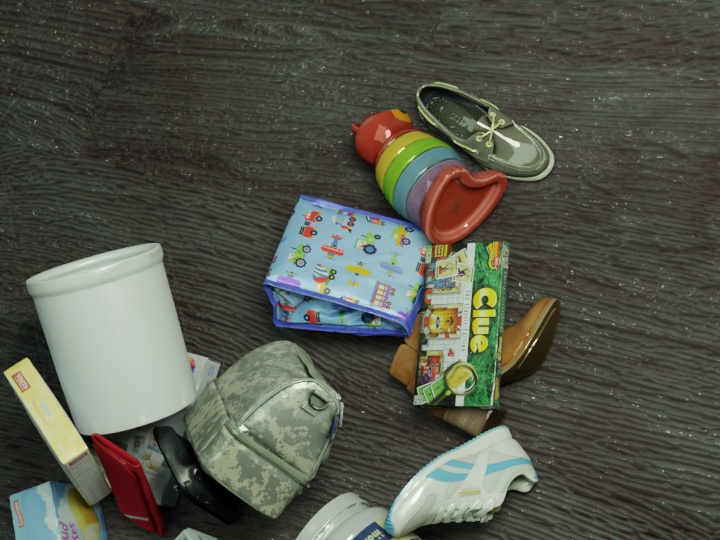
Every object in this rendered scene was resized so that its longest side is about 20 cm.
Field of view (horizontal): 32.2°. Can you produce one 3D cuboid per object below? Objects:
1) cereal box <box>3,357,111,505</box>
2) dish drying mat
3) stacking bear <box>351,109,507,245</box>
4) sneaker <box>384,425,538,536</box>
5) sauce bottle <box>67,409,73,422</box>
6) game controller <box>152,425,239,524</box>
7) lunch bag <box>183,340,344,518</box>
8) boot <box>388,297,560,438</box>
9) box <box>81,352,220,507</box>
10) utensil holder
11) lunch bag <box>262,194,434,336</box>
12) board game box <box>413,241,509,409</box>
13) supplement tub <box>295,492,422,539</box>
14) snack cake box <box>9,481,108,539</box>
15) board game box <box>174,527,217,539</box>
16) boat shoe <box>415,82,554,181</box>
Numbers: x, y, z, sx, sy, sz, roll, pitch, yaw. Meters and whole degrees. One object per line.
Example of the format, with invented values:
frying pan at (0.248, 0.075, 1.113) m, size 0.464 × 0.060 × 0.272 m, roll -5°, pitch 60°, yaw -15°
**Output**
cereal box at (-0.377, 0.206, 1.564) m, size 0.040 × 0.200 × 0.144 m, roll -33°, pitch 70°, yaw -16°
dish drying mat at (-0.290, 0.273, 1.564) m, size 0.077 × 0.200 × 0.018 m, roll 29°, pitch 61°, yaw 21°
stacking bear at (0.068, -0.133, 1.582) m, size 0.200 × 0.121 × 0.114 m, roll 47°, pitch 120°, yaw 35°
sneaker at (0.116, 0.253, 1.427) m, size 0.200 × 0.077 × 0.081 m, roll -26°, pitch 64°, yaw -27°
sauce bottle at (-0.344, 0.106, 1.658) m, size 0.066 × 0.066 × 0.200 m, roll 11°, pitch 79°, yaw 24°
game controller at (-0.201, 0.252, 1.531) m, size 0.042 × 0.200 × 0.104 m, roll -39°, pitch 66°, yaw -6°
lunch bag at (-0.108, 0.179, 1.511) m, size 0.139 × 0.200 × 0.168 m, roll 37°, pitch 93°, yaw -18°
boot at (0.138, 0.089, 1.517) m, size 0.155 × 0.077 × 0.200 m, roll 34°, pitch 97°, yaw 30°
box at (-0.289, 0.198, 1.668) m, size 0.156 × 0.041 × 0.200 m, roll 12°, pitch 81°, yaw 25°
utensil holder at (-0.304, 0.084, 1.552) m, size 0.170 × 0.170 × 0.200 m, roll -12°, pitch 99°, yaw 19°
lunch bag at (0.000, 0.000, 1.564) m, size 0.200 × 0.094 × 0.151 m, roll 9°, pitch 53°, yaw 15°
board game box at (0.120, 0.064, 1.480) m, size 0.105 × 0.023 × 0.200 m, roll -3°, pitch 72°, yaw 27°
supplement tub at (0.026, 0.365, 1.436) m, size 0.200 × 0.145 × 0.145 m, roll 37°, pitch 91°, yaw 26°
snack cake box at (-0.379, 0.381, 1.612) m, size 0.067 × 0.115 × 0.200 m, roll -22°, pitch 69°, yaw 15°
board game box at (-0.194, 0.431, 1.479) m, size 0.148 × 0.064 × 0.200 m, roll -47°, pitch 50°, yaw 6°
boat shoe at (0.153, -0.177, 1.582) m, size 0.202 × 0.060 × 0.072 m, roll 33°, pitch 89°, yaw 26°
